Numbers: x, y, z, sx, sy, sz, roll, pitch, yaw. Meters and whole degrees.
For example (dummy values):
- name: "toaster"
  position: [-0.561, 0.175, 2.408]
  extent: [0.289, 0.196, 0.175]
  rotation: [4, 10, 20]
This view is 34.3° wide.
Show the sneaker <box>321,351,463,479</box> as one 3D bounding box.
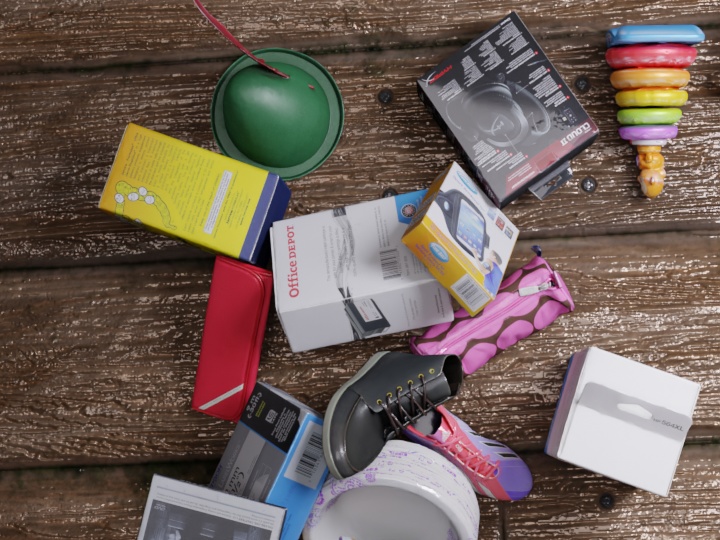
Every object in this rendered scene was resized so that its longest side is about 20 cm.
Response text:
- name: "sneaker"
  position: [0.036, 0.146, 1.262]
  extent: [0.105, 0.201, 0.076]
  rotation: [-10, 117, 31]

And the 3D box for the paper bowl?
- name: "paper bowl"
  position: [0.037, 0.279, 1.332]
  extent: [0.197, 0.105, 0.204]
  rotation: [5, 124, 8]

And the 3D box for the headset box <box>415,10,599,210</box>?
- name: "headset box"
  position: [0.181, -0.183, 1.410]
  extent: [0.148, 0.077, 0.201]
  rotation: [-35, 83, 1]

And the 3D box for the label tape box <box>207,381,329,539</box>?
- name: "label tape box"
  position: [-0.113, 0.211, 1.336]
  extent: [0.066, 0.199, 0.145]
  rotation: [27, 86, -33]

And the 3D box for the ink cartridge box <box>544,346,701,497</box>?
- name: "ink cartridge box"
  position: [0.287, 0.167, 1.300]
  extent: [0.127, 0.200, 0.127]
  rotation: [18, 85, 7]

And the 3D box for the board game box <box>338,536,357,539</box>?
- name: "board game box"
  position: [0.007, 0.405, 1.291]
  extent: [0.101, 0.202, 0.106]
  rotation: [12, 43, 6]

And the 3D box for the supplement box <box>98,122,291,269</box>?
- name: "supplement box"
  position: [-0.198, -0.086, 1.417]
  extent: [0.197, 0.109, 0.111]
  rotation: [20, 85, 7]

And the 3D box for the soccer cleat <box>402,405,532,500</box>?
- name: "soccer cleat"
  position: [0.115, 0.206, 1.373]
  extent: [0.199, 0.076, 0.067]
  rotation: [36, 88, 8]

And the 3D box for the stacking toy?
- name: "stacking toy"
  position: [0.347, -0.189, 1.396]
  extent: [0.108, 0.116, 0.204]
  rotation: [0, 97, 5]

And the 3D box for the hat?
- name: "hat"
  position: [-0.124, -0.211, 1.388]
  extent: [0.197, 0.176, 0.168]
  rotation: [20, 86, 7]

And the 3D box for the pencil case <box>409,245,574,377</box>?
- name: "pencil case"
  position: [0.153, 0.062, 1.377]
  extent: [0.199, 0.094, 0.091]
  rotation: [-35, 91, 2]

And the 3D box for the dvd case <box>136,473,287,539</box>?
- name: "dvd case"
  position: [-0.170, 0.329, 1.214]
  extent: [0.148, 0.025, 0.204]
  rotation: [13, 83, 7]

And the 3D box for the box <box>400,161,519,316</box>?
- name: "box"
  position: [0.121, -0.045, 1.342]
  extent: [0.119, 0.201, 0.041]
  rotation: [46, 123, -9]

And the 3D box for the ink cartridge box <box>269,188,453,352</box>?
- name: "ink cartridge box"
  position: [0.000, 0.000, 1.372]
  extent: [0.196, 0.085, 0.146]
  rotation: [-11, 48, 4]

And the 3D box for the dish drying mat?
- name: "dish drying mat"
  position: [-0.155, 0.086, 1.396]
  extent: [0.076, 0.018, 0.203]
  rotation: [17, 112, 13]
